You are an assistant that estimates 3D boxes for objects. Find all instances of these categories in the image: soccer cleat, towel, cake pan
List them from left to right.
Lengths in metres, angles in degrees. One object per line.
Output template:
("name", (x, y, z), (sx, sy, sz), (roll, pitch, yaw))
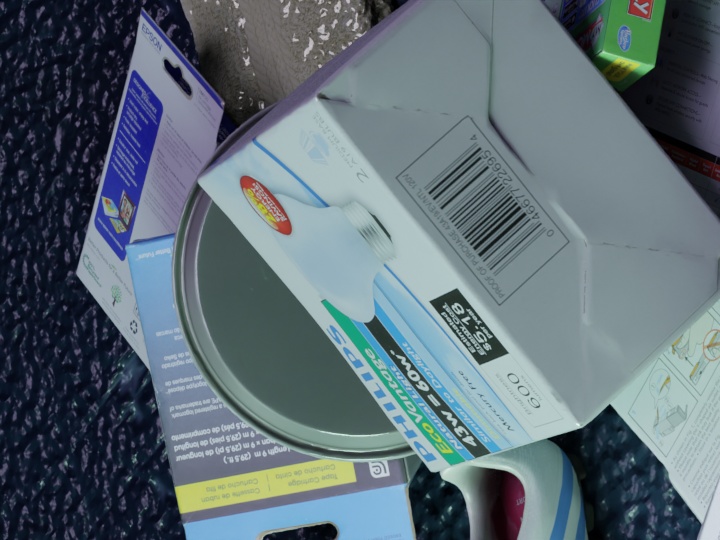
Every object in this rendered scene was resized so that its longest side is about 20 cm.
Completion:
("towel", (-0.036, -0.119, 1.691), (0.148, 0.036, 0.201), (-30, 67, 39))
("cake pan", (0.000, 0.000, 1.556), (0.037, 0.200, 0.201), (112, 159, -87))
("soccer cleat", (0.091, 0.178, 1.511), (0.070, 0.086, 0.201), (-34, 65, 39))

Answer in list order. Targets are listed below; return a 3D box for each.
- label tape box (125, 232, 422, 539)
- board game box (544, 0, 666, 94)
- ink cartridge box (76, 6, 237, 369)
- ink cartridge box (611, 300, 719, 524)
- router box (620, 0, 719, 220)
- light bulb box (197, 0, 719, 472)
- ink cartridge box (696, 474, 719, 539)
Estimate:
("label tape box", (-0.036, 0.067, 1.630), (0.144, 0.063, 0.201), (-12, 89, 26))
("board game box", (0.107, -0.137, 1.465), (0.200, 0.029, 0.135), (143, 140, -70))
("ink cartridge box", (-0.109, -0.047, 1.726), (0.100, 0.039, 0.200), (51, 138, 36))
("ink cartridge box", (0.207, 0.024, 1.432), (0.200, 0.045, 0.176), (-63, 35, 22))
("router box", (0.185, -0.110, 1.421), (0.200, 0.049, 0.180), (31, 107, 56))
("light bulb box", (0.049, -0.024, 1.423), (0.198, 0.125, 0.200), (51, 159, -4))
("ink cartridge box", (0.256, 0.137, 1.266), (0.200, 0.145, 0.088), (24, 105, 24))
